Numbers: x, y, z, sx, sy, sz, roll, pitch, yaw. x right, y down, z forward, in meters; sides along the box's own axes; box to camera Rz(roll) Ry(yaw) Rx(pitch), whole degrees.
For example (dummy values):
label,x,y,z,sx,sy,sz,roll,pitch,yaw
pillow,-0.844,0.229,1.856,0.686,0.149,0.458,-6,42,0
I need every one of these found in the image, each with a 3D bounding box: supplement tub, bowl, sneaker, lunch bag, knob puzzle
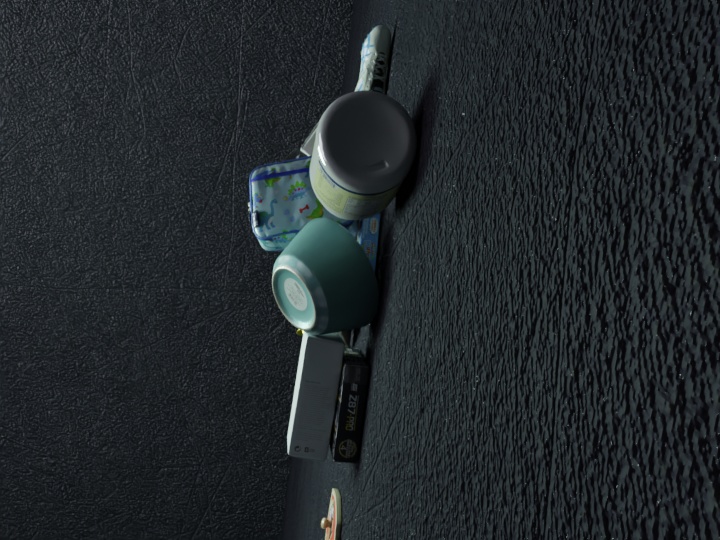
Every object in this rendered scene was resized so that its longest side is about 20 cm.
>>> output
label,x,y,z,sx,sy,sz,roll,pitch,yaw
supplement tub,-0.002,-0.160,1.126,0.200,0.142,0.148,123,154,-77
bowl,-0.073,0.027,1.270,0.199,0.104,0.204,30,135,35
sneaker,0.030,-0.397,1.556,0.072,0.071,0.204,29,109,47
lunch bag,-0.104,-0.127,1.388,0.083,0.196,0.164,67,-164,-67
knob puzzle,-0.064,0.513,1.451,0.220,0.030,0.224,-172,90,-85

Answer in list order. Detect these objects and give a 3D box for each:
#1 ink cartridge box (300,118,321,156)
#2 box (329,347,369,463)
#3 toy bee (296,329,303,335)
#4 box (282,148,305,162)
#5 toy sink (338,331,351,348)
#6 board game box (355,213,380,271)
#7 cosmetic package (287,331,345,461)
label,x,y,z,sx,sy,sz,roll,pitch,yaw
ink cartridge box,-0.057,-0.252,1.694,0.085,0.144,0.200,-53,7,1
box,-0.026,0.231,1.347,0.200,0.048,0.165,-161,76,-84
toy bee,-0.108,0.146,1.955,0.130,0.109,0.201,-37,26,7
box,-0.084,-0.157,1.676,0.048,0.200,0.159,-42,-11,-9
toy sink,-0.075,0.046,1.578,0.131,0.110,0.204,70,-156,-64
board game box,0.000,0.000,1.430,0.200,0.036,0.154,114,163,-68
cosmetic package,-0.078,0.210,1.312,0.102,0.073,0.204,-146,67,-82
